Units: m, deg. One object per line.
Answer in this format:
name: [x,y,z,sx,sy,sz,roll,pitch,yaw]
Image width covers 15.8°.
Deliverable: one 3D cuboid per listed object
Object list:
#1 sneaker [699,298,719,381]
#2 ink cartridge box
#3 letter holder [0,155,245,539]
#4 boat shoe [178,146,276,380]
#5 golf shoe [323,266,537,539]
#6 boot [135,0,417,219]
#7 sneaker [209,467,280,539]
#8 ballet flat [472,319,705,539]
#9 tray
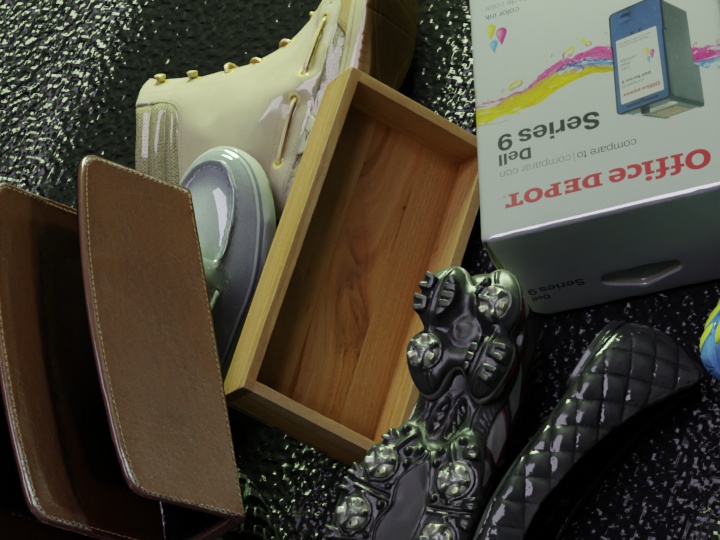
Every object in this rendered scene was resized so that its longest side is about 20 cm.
sneaker: [0.248,-0.004,1.317,0.083,0.071,0.200,41,64,-3]
ink cartridge box: [0.141,-0.091,1.410,0.144,0.088,0.201,-13,57,19]
letter holder: [-0.155,0.045,1.330,0.100,0.142,0.201,-33,54,32]
boat shoe: [-0.103,0.022,1.444,0.070,0.071,0.202,10,80,28]
golf shoe: [0.048,0.100,1.340,0.077,0.088,0.201,16,77,29]
boot: [-0.051,-0.119,1.535,0.155,0.073,0.201,0,69,27]
sneaker: [-0.099,0.190,1.354,0.085,0.078,0.201,0,59,30]
ballet flat: [0.104,0.113,1.310,0.057,0.067,0.201,28,77,20]
tray: [0.000,0.000,1.416,0.037,0.098,0.201,-28,39,58]
